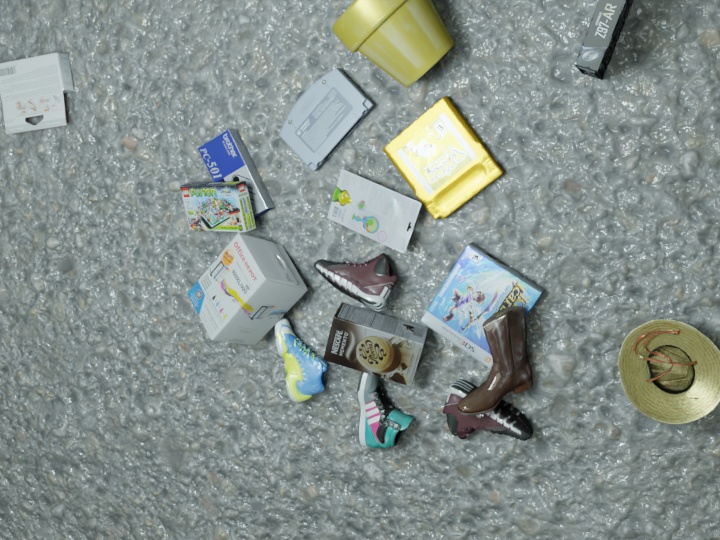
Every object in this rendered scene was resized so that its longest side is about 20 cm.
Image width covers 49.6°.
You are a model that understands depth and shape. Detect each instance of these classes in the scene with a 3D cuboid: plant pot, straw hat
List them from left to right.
[{"bbox_3d":[0.078,-0.474,1.536,0.201,0.201,0.189,-40,100,21],"label":"plant pot"},{"bbox_3d":[0.597,0.186,1.500,0.201,0.085,0.202,1,94,21],"label":"straw hat"}]

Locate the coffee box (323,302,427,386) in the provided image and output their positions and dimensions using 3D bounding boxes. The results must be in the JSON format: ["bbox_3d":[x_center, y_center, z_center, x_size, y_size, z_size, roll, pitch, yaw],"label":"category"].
[{"bbox_3d":[0.032,0.159,1.680,0.200,0.080,0.113,16,115,5],"label":"coffee box"}]

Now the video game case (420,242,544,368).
[{"bbox_3d":[0.252,0.073,1.632,0.181,0.045,0.200,34,109,11],"label":"video game case"}]

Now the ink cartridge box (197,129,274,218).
[{"bbox_3d":[-0.284,-0.212,1.784,0.094,0.044,0.200,-26,90,21],"label":"ink cartridge box"}]

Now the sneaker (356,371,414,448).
[{"bbox_3d":[0.058,0.307,1.721,0.120,0.084,0.201,7,109,24],"label":"sneaker"}]

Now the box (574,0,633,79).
[{"bbox_3d":[0.439,-0.430,1.393,0.043,0.200,0.161,22,106,15],"label":"box"}]

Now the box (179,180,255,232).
[{"bbox_3d":[-0.326,-0.145,1.772,0.200,0.035,0.110,4,111,41],"label":"box"}]

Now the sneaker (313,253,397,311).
[{"bbox_3d":[0.000,0.000,1.703,0.200,0.076,0.116,31,79,30],"label":"sneaker"}]

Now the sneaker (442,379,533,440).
[{"bbox_3d":[0.263,0.328,1.663,0.200,0.076,0.116,32,114,24],"label":"sneaker"}]

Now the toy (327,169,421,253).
[{"bbox_3d":[0.033,-0.130,1.678,0.200,0.047,0.115,25,110,19],"label":"toy"}]

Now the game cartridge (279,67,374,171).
[{"bbox_3d":[-0.079,-0.332,1.693,0.133,0.040,0.200,47,111,4],"label":"game cartridge"}]

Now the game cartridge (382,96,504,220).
[{"bbox_3d":[0.170,-0.228,1.619,0.176,0.032,0.200,-38,84,22],"label":"game cartridge"}]

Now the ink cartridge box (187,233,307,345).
[{"bbox_3d":[-0.252,0.044,1.740,0.200,0.145,0.147,-47,58,20],"label":"ink cartridge box"}]

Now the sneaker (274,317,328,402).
[{"bbox_3d":[-0.130,0.197,1.792,0.105,0.076,0.201,-12,94,3],"label":"sneaker"}]

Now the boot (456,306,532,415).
[{"bbox_3d":[0.261,0.177,1.568,0.064,0.186,0.200,39,148,54],"label":"boot"}]

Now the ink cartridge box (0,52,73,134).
[{"bbox_3d":[-0.806,-0.437,1.941,0.199,0.045,0.177,-3,97,21],"label":"ink cartridge box"}]
